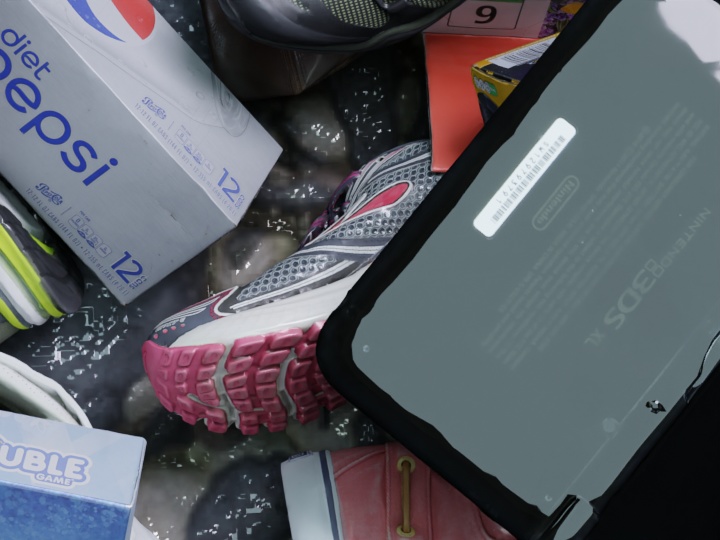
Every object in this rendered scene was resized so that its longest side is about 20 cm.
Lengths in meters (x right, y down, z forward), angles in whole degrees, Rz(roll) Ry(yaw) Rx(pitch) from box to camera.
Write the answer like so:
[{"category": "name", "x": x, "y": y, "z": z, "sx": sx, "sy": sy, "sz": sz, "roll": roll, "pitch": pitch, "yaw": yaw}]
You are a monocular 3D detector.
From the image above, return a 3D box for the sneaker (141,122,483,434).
[{"category": "sneaker", "x": 0.000, "y": 0.000, "z": 1.109, "sx": 0.200, "sy": 0.081, "sz": 0.075, "roll": -25, "pitch": 66, "yaw": -26}]

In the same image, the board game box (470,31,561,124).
[{"category": "board game box", "x": 0.156, "y": -0.031, "z": 1.087, "sx": 0.200, "sy": 0.057, "sz": 0.166, "roll": -22, "pitch": 109, "yaw": -18}]

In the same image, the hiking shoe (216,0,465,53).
[{"category": "hiking shoe", "x": 0.041, "y": -0.140, "z": 1.040, "sx": 0.200, "sy": 0.101, "sz": 0.076, "roll": -18, "pitch": 79, "yaw": -12}]

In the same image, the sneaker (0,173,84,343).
[{"category": "sneaker", "x": -0.197, "y": -0.042, "z": 1.083, "sx": 0.081, "sy": 0.074, "sz": 0.200, "roll": -37, "pitch": 100, "yaw": 8}]

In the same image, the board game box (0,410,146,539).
[{"category": "board game box", "x": -0.190, "y": 0.129, "z": 1.011, "sx": 0.199, "sy": 0.199, "sz": 0.043, "roll": 11, "pitch": 34, "yaw": -2}]

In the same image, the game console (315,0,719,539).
[{"category": "game console", "x": 0.107, "y": 0.013, "z": 1.037, "sx": 0.176, "sy": 0.116, "sz": 0.200, "roll": 39, "pitch": 86, "yaw": 4}]

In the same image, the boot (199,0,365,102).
[{"category": "boot", "x": -0.006, "y": -0.177, "z": 1.117, "sx": 0.064, "sy": 0.186, "sz": 0.200, "roll": 2, "pitch": 68, "yaw": -47}]

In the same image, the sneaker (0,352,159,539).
[{"category": "sneaker", "x": -0.106, "y": 0.110, "z": 1.054, "sx": 0.200, "sy": 0.116, "sz": 0.074, "roll": 45, "pitch": 76, "yaw": 5}]

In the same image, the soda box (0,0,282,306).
[{"category": "soda box", "x": -0.125, "y": -0.087, "z": 1.080, "sx": 0.200, "sy": 0.068, "sz": 0.063, "roll": 47, "pitch": 33, "yaw": -13}]

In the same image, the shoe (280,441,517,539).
[{"category": "shoe", "x": 0.031, "y": 0.159, "z": 1.074, "sx": 0.091, "sy": 0.071, "sz": 0.201, "roll": -11, "pitch": 74, "yaw": 0}]

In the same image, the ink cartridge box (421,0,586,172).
[{"category": "ink cartridge box", "x": 0.077, "y": -0.134, "z": 1.129, "sx": 0.109, "sy": 0.050, "sz": 0.200, "roll": 2, "pitch": 60, "yaw": -8}]
